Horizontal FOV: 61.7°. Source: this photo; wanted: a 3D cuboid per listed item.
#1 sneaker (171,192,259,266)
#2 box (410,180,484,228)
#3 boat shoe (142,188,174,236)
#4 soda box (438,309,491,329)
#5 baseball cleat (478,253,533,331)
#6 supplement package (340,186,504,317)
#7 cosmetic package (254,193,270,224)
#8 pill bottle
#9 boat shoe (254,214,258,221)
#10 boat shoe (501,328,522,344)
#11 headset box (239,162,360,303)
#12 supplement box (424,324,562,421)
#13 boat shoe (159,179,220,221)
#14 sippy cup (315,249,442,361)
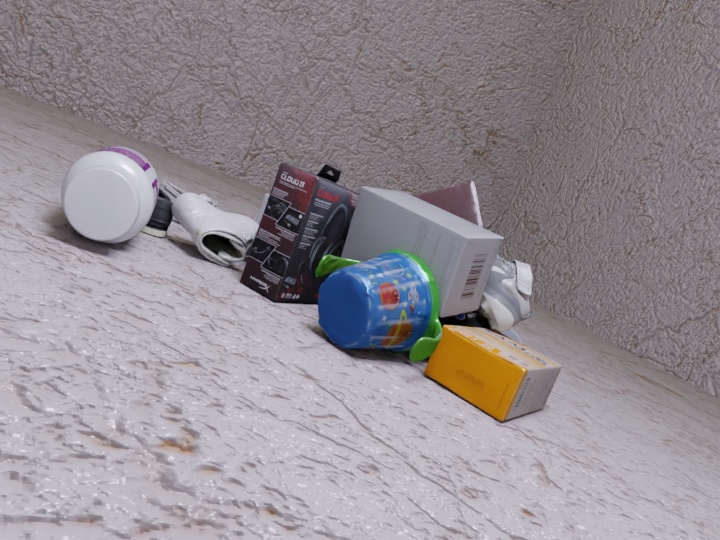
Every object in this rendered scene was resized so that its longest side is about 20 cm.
[{"bbox_3d":[-0.207,-0.042,0.974,0.116,0.074,0.199,49,14,34],"label":"sneaker"},{"bbox_3d":[0.128,-0.034,1.074,0.195,0.169,0.166,-12,-16,13],"label":"box"},{"bbox_3d":[-0.346,-0.110,1.005,0.072,0.065,0.201,16,8,-26],"label":"boat shoe"},{"bbox_3d":[0.151,0.081,0.944,0.197,0.064,0.071,-1,48,-48],"label":"soda box"},{"bbox_3d":[0.199,-0.009,0.936,0.204,0.104,0.070,64,-4,10],"label":"baseball cleat"},{"bbox_3d":[0.087,-0.032,0.884,0.198,0.120,0.116,30,21,34],"label":"supplement package"},{"bbox_3d":[-0.109,-0.057,1.161,0.197,0.115,0.081,28,9,19],"label":"cosmetic package"},{"bbox_3d":[-0.323,-0.099,0.782,0.110,0.115,0.200,20,7,-19],"label":"pill bottle"},{"bbox_3d":[-0.150,-0.072,1.319,0.195,0.068,0.074,20,7,-24],"label":"boat shoe"},{"bbox_3d":[0.193,0.111,1.094,0.197,0.077,0.086,14,2,9],"label":"boat shoe"},{"bbox_3d":[-0.080,-0.060,0.905,0.076,0.204,0.148,25,7,26],"label":"headset box"},{"bbox_3d":[0.190,0.137,0.840,0.124,0.075,0.198,28,8,30],"label":"supplement box"},{"bbox_3d":[-0.298,-0.111,1.134,0.196,0.067,0.072,25,7,13],"label":"boat shoe"},{"bbox_3d":[0.016,0.045,0.788,0.175,0.144,0.129,-5,-1,40],"label":"sippy cup"}]
